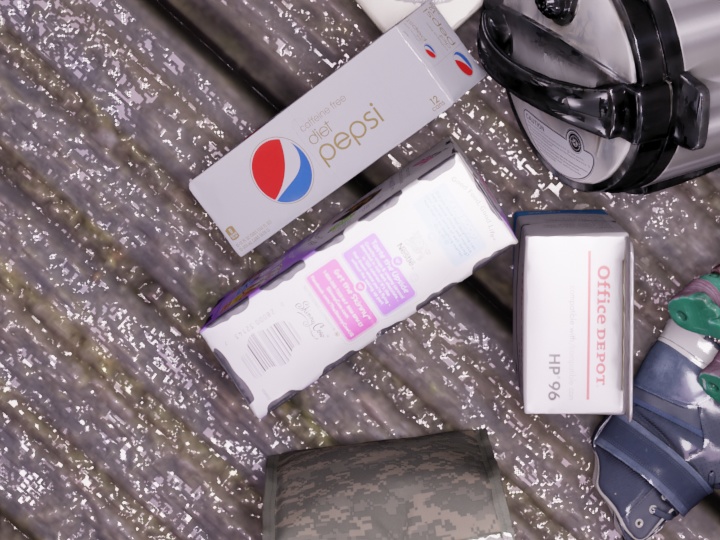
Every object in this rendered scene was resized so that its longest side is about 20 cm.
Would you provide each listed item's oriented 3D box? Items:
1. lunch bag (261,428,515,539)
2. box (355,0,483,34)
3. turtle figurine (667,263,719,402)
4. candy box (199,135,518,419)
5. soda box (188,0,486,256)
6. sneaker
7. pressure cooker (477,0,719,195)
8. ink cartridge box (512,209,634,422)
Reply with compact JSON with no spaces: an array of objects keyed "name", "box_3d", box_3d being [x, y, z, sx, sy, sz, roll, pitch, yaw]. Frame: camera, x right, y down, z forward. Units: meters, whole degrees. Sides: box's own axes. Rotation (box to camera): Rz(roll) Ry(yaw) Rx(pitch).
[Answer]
[{"name":"lunch bag","box_3d":[0.019,0.180,1.350,0.163,0.200,0.118,-7,96,1]},{"name":"box","box_3d":[-0.001,-0.237,1.368,0.082,0.068,0.200,-41,95,6]},{"name":"turtle figurine","box_3d":[0.290,-0.006,1.362,0.200,0.101,0.150,-44,105,-25]},{"name":"candy box","box_3d":[0.000,0.000,1.345,0.199,0.168,0.072,-35,95,5]},{"name":"soda box","box_3d":[-0.018,-0.092,1.347,0.200,0.068,0.064,-35,95,31]},{"name":"sneaker","box_3d":[0.251,0.149,1.395,0.202,0.077,0.146,37,85,7]},{"name":"pressure cooker","box_3d":[0.177,-0.143,1.296,0.199,0.176,0.180,-17,81,-26]},{"name":"ink cartridge box","box_3d":[0.135,0.026,1.329,0.067,0.200,0.117,-1,96,1]}]
